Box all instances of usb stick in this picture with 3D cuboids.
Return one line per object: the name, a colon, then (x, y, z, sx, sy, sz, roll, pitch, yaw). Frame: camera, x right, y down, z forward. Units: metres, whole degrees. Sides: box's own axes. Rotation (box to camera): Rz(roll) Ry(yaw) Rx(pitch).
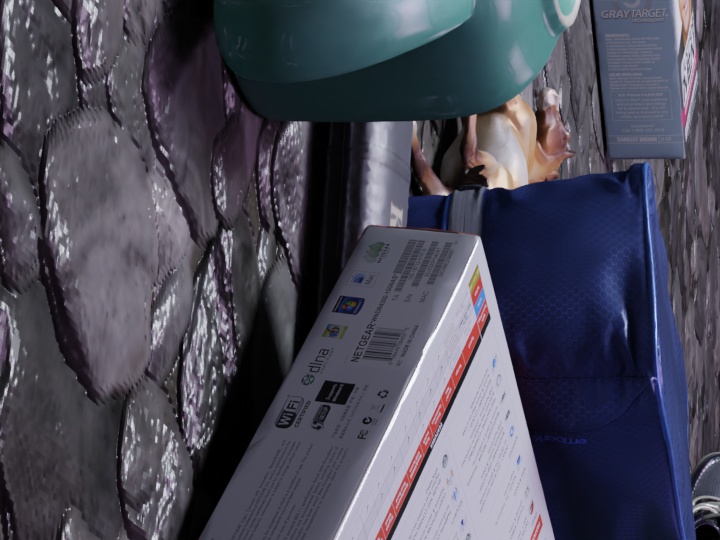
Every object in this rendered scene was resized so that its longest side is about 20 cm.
usb stick: (0.000, 0.000, 0.938, 0.055, 0.032, 0.201, 46, 46, -71)

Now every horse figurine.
horse figurine: (0.060, -0.060, 1.138, 0.200, 0.050, 0.133, -71, 151, -54)

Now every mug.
mug: (0.019, -0.118, 0.844, 0.152, 0.114, 0.186, 66, 28, -58)

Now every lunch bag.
lunch bag: (0.076, 0.055, 1.037, 0.200, 0.132, 0.136, 72, 16, -50)

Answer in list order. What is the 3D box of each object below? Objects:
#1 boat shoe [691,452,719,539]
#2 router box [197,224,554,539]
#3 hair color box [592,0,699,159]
boat shoe: (0.319, 0.230, 2.082, 0.093, 0.074, 0.201, 84, 15, -51)
router box: (0.008, 0.116, 0.855, 0.200, 0.049, 0.180, -62, 147, -41)
hair color box: (0.204, -0.190, 1.665, 0.099, 0.060, 0.201, -70, 155, -52)
